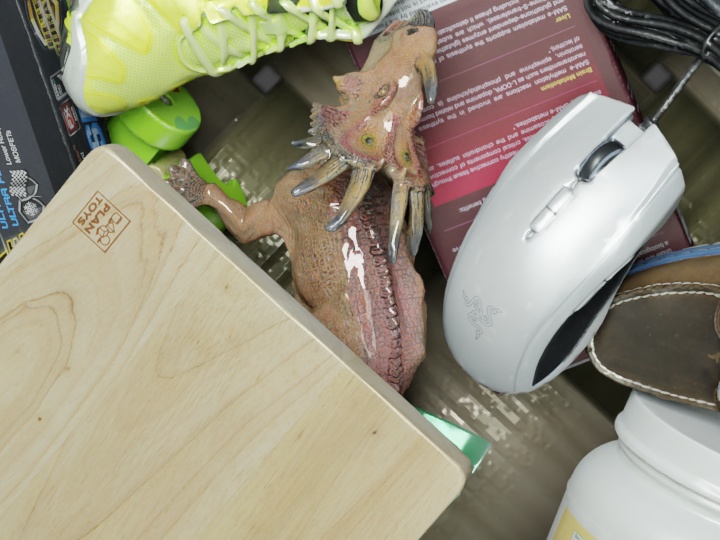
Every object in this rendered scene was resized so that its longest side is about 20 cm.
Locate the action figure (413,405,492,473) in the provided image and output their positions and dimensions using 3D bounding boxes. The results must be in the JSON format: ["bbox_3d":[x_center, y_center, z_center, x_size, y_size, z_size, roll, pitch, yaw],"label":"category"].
[{"bbox_3d":[-0.053,0.063,1.150,0.200,0.055,0.118,36,104,-6],"label":"action figure"}]

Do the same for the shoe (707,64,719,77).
[{"bbox_3d":[0.180,-0.117,1.103,0.200,0.053,0.070,41,69,-11],"label":"shoe"}]

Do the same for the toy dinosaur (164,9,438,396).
[{"bbox_3d":[0.000,0.000,1.059,0.086,0.136,0.200,-23,102,-31],"label":"toy dinosaur"}]

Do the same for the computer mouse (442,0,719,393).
[{"bbox_3d":[0.097,-0.033,1.046,0.110,0.044,0.200,40,106,25],"label":"computer mouse"}]

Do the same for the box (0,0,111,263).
[{"bbox_3d":[-0.203,-0.031,1.104,0.198,0.050,0.200,-10,108,20],"label":"box"}]

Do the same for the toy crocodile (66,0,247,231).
[{"bbox_3d":[-0.132,-0.085,1.119,0.200,0.062,0.068,41,119,-1],"label":"toy crocodile"}]

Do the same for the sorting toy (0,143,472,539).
[{"bbox_3d":[-0.083,0.083,1.031,0.199,0.070,0.200,42,106,6],"label":"sorting toy"}]

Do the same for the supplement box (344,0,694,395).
[{"bbox_3d":[0.072,-0.058,1.112,0.109,0.061,0.200,-21,100,8],"label":"supplement box"}]

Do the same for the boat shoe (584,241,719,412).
[{"bbox_3d":[0.181,0.031,1.037,0.200,0.072,0.072,1,106,24],"label":"boat shoe"}]

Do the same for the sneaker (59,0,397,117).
[{"bbox_3d":[-0.036,-0.123,1.037,0.200,0.076,0.075,-33,143,2],"label":"sneaker"}]

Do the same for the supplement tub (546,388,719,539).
[{"bbox_3d":[0.144,0.164,1.117,0.145,0.145,0.200,20,104,-2],"label":"supplement tub"}]
